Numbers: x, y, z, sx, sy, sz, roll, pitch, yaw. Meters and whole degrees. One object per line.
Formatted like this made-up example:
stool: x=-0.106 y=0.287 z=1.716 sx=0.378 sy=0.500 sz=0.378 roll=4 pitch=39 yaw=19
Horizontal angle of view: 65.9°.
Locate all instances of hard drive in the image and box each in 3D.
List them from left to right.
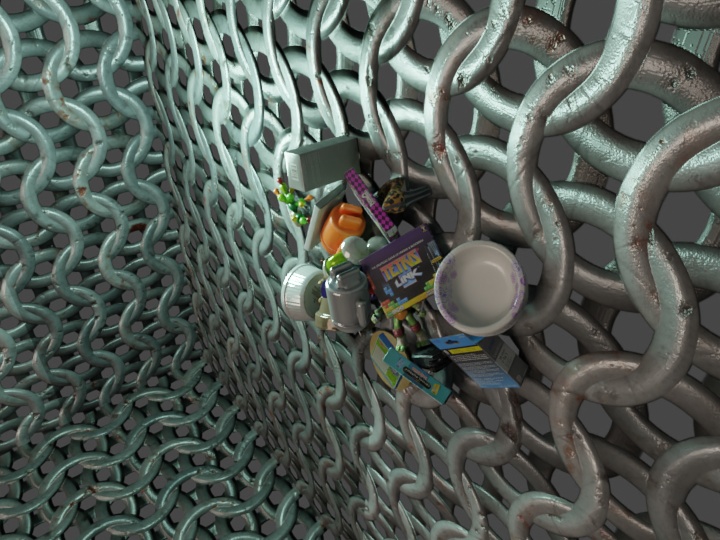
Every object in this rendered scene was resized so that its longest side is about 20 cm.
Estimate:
hard drive: x=-0.110 y=-0.160 z=1.709 sx=0.026 sy=0.132 sz=0.201 roll=37 pitch=143 yaw=11

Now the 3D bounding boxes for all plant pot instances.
plant pot: x=-0.050 y=0.089 z=1.753 sx=0.199 sy=0.197 sz=0.179 roll=8 pitch=101 yaw=55

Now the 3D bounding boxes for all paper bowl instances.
paper bowl: x=0.269 y=0.043 z=1.223 sx=0.197 sy=0.104 sz=0.205 roll=-6 pitch=77 yaw=24

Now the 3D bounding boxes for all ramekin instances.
ramekin: x=-0.173 y=0.083 z=1.923 sx=0.093 sy=0.201 sz=0.206 roll=11 pitch=121 yaw=40

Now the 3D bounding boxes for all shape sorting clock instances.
shape sorting clock: x=0.097 y=0.287 z=1.779 sx=0.199 sy=0.039 sz=0.203 roll=37 pitch=138 yaw=42

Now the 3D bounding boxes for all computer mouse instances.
computer mouse: x=0.207 y=0.241 z=1.506 sx=0.054 sy=0.137 sz=0.199 roll=66 pitch=160 yaw=-4

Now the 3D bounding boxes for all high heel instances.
high heel: x=0.065 y=-0.184 z=1.405 sx=0.199 sy=0.141 sz=0.073 roll=10 pitch=119 yaw=55

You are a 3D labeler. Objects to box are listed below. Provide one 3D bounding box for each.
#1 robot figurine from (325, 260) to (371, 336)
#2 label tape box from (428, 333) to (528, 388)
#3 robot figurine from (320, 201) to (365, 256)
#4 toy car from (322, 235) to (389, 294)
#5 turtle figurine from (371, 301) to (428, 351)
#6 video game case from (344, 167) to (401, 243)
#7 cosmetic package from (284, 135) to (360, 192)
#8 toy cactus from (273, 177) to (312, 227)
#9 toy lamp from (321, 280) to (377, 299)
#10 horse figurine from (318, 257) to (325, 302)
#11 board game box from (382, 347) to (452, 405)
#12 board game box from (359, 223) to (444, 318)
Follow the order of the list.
robot figurine: x=-0.029 y=0.078 z=1.443 sx=0.170 sy=0.111 sz=0.203 roll=47 pitch=150 yaw=51
label tape box: x=0.281 y=0.196 z=1.325 sx=0.200 sy=0.064 sz=0.144 roll=43 pitch=152 yaw=-14
robot figurine: x=-0.054 y=-0.122 z=1.666 sx=0.145 sy=0.116 sz=0.200 roll=56 pitch=147 yaw=12
toy car: x=0.000 y=0.000 z=1.566 sx=0.175 sy=0.197 sz=0.152 roll=-39 pitch=62 yaw=46
turtle figurine: x=0.111 y=0.139 z=1.541 sx=0.197 sy=0.142 sz=0.200 roll=66 pitch=169 yaw=-20
video game case: x=0.040 y=-0.158 z=1.479 sx=0.201 sy=0.036 sz=0.181 roll=56 pitch=-177 yaw=19
cosmetic package: x=-0.101 y=-0.298 z=1.537 sx=0.090 sy=0.198 sz=0.109 roll=22 pitch=126 yaw=47
toy cactus: x=-0.222 y=-0.218 z=1.911 sx=0.200 sy=0.102 sz=0.166 roll=46 pitch=163 yaw=27
toy lamp: x=-0.019 y=0.058 z=1.653 sx=0.058 sy=0.197 sz=0.060 roll=-14 pitch=73 yaw=58
horse figurine: x=-0.095 y=0.046 z=1.862 sx=0.049 sy=0.132 sz=0.204 roll=13 pitch=117 yaw=26
board game box: x=0.162 y=0.298 z=1.551 sx=0.198 sy=0.047 sz=0.151 roll=34 pitch=174 yaw=17
board game box: x=0.120 y=0.002 z=1.409 sx=0.167 sy=0.198 sz=0.057 roll=61 pitch=-168 yaw=4
